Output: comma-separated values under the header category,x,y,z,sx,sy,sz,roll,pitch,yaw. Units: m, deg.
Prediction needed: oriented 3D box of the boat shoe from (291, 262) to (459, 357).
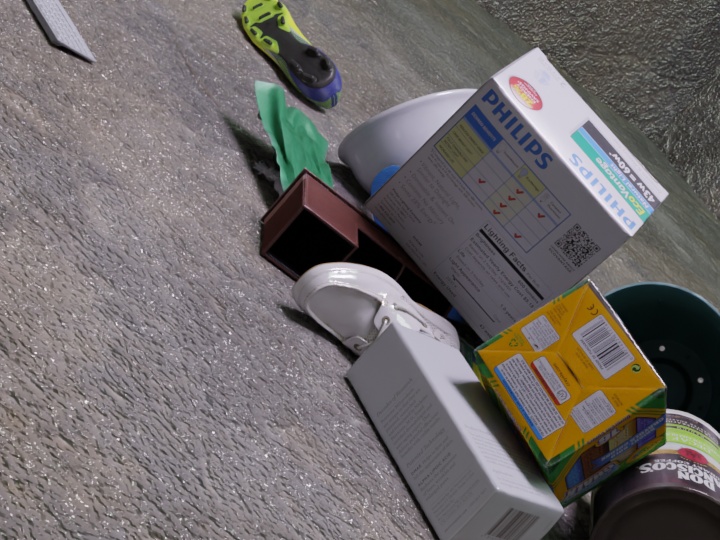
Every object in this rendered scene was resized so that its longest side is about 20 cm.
category,x,y,z,sx,sy,sz,roll,pitch,yaw
boat shoe,0.025,0.056,1.331,0.199,0.071,0.070,26,30,-35

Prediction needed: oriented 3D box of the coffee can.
category,x,y,z,sx,sy,sz,roll,pitch,yaw
coffee can,0.286,0.232,1.369,0.146,0.146,0.200,42,17,-3

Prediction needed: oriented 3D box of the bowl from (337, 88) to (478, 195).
category,x,y,z,sx,sy,sz,roll,pitch,yaw
bowl,0.079,-0.129,1.727,0.201,0.200,0.091,8,61,-61

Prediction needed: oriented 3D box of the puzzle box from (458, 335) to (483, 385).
category,x,y,z,sx,sy,sz,roll,pitch,yaw
puzzle box,0.134,0.148,1.431,0.133,0.025,0.200,40,18,-10

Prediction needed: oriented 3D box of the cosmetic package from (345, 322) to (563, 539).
category,x,y,z,sx,sy,sz,roll,pitch,yaw
cosmetic package,0.077,0.145,1.242,0.101,0.074,0.200,26,23,-44

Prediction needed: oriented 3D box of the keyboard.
category,x,y,z,sx,sy,sz,roll,pitch,yaw
keyboard,-0.320,-0.278,1.452,0.056,0.011,0.200,19,30,-52

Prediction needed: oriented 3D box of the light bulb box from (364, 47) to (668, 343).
category,x,y,z,sx,sy,sz,roll,pitch,yaw
light bulb box,0.150,-0.068,1.406,0.198,0.200,0.125,49,36,2

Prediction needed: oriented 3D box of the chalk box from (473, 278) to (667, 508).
category,x,y,z,sx,sy,sz,roll,pitch,yaw
chalk box,0.189,0.122,1.299,0.125,0.123,0.200,57,-4,26

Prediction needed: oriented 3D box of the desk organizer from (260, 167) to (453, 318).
category,x,y,z,sx,sy,sz,roll,pitch,yaw
desk organizer,0.000,0.000,1.409,0.200,0.072,0.077,37,21,-18

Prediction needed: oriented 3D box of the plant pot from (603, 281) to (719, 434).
category,x,y,z,sx,sy,sz,roll,pitch,yaw
plant pot,0.331,0.127,1.647,0.201,0.200,0.161,49,4,19

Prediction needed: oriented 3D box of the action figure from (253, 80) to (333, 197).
category,x,y,z,sx,sy,sz,roll,pitch,yaw
action figure,-0.068,-0.103,1.523,0.118,0.055,0.201,33,27,-32

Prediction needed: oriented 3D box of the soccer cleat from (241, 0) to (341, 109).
category,x,y,z,sx,sy,sz,roll,pitch,yaw
soccer cleat,-0.093,-0.283,1.900,0.200,0.064,0.084,49,-11,31

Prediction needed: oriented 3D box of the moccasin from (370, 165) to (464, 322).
category,x,y,z,sx,sy,sz,roll,pitch,yaw
moccasin,0.073,-0.023,1.636,0.068,0.080,0.201,17,45,-63
